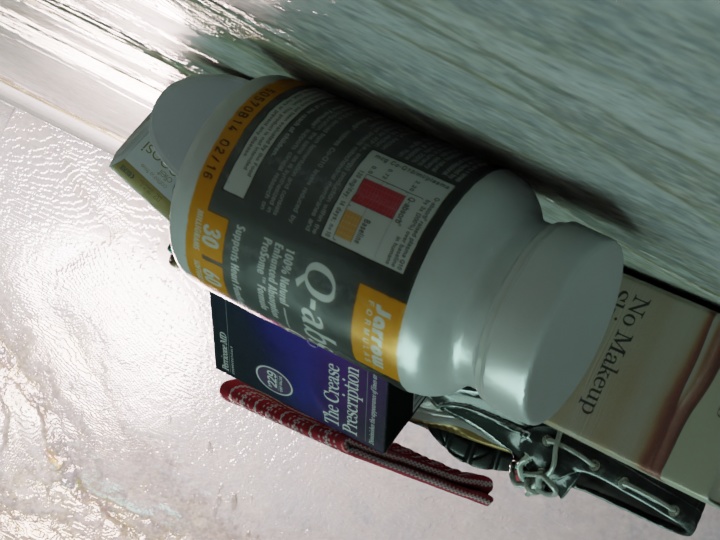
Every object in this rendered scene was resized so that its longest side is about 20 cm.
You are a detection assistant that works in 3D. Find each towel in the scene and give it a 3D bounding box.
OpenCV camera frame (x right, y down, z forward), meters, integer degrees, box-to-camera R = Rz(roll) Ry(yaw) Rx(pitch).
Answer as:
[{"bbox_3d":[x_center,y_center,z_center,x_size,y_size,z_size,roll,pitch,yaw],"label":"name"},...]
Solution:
[{"bbox_3d":[-0.006,0.124,1.258,0.145,0.023,0.200,23,176,-31],"label":"towel"}]

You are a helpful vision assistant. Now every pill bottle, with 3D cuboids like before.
[{"bbox_3d":[0.016,-0.010,0.814,0.200,0.116,0.116,26,178,24],"label":"pill bottle"}]

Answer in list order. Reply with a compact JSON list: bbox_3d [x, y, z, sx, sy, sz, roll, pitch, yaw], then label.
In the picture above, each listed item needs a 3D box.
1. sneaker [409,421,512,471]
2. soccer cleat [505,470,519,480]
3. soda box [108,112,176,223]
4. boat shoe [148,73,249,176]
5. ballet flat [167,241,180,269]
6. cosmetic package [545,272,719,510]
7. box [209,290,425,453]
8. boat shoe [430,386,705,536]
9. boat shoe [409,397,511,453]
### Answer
[{"bbox_3d":[0.062,0.093,1.329,0.200,0.075,0.079,21,-160,8],"label":"sneaker"},{"bbox_3d":[0.137,0.089,1.396,0.076,0.067,0.200,9,-131,-33],"label":"soccer cleat"},{"bbox_3d":[-0.133,-0.080,1.205,0.068,0.064,0.200,42,180,-10],"label":"soda box"},{"bbox_3d":[-0.028,-0.055,0.956,0.200,0.071,0.070,18,172,25],"label":"boat shoe"},{"bbox_3d":[-0.080,-0.032,1.203,0.065,0.070,0.200,59,-155,-14],"label":"ballet flat"},{"bbox_3d":[0.153,0.057,0.991,0.200,0.103,0.087,23,178,35],"label":"cosmetic package"},{"bbox_3d":[-0.023,0.011,1.093,0.141,0.079,0.200,27,146,19],"label":"box"},{"bbox_3d":[0.131,0.119,1.105,0.199,0.068,0.074,21,164,1],"label":"boat shoe"},{"bbox_3d":[0.066,0.079,1.201,0.200,0.069,0.071,15,-178,19],"label":"boat shoe"}]
